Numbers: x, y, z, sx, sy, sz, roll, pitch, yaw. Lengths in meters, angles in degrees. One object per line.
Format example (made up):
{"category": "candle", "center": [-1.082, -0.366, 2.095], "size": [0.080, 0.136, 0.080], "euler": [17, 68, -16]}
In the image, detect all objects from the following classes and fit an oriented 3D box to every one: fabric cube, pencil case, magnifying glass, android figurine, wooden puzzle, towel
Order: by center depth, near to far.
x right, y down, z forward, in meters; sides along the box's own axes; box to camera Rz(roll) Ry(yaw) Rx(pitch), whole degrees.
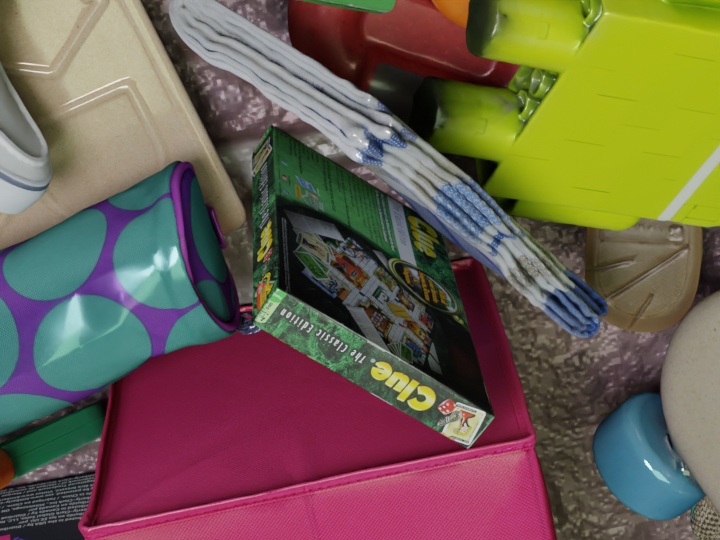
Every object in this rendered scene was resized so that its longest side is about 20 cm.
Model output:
{"category": "android figurine", "center": [0.128, -0.072, 0.694], "size": [0.200, 0.041, 0.182], "euler": [5, 146, -18]}
{"category": "towel", "center": [0.014, -0.043, 0.708], "size": [0.024, 0.147, 0.200], "euler": [-53, 139, 1]}
{"category": "pencil case", "center": [-0.151, 0.027, 0.762], "size": [0.200, 0.092, 0.085], "euler": [-23, 94, 9]}
{"category": "magnifying glass", "center": [-0.165, 0.090, 0.771], "size": [0.079, 0.200, 0.022], "euler": [-23, 89, 4]}
{"category": "wooden puzzle", "center": [-0.175, -0.072, 0.782], "size": [0.185, 0.046, 0.200], "euler": [-22, 118, 7]}
{"category": "fabric cube", "center": [-0.009, 0.137, 0.798], "size": [0.200, 0.196, 0.200], "euler": [-12, 114, 3]}

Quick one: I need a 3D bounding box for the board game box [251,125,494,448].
{"category": "board game box", "center": [0.000, 0.000, 0.735], "size": [0.105, 0.200, 0.023], "euler": [29, 108, -14]}

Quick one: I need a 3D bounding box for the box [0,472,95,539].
{"category": "box", "center": [-0.165, 0.204, 0.816], "size": [0.106, 0.200, 0.122], "euler": [-9, 115, 2]}

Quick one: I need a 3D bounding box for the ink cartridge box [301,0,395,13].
{"category": "ink cartridge box", "center": [-0.091, -0.173, 0.641], "size": [0.200, 0.147, 0.083], "euler": [3, 116, -38]}

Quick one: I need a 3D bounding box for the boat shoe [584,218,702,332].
{"category": "boat shoe", "center": [0.141, -0.073, 0.793], "size": [0.073, 0.063, 0.200], "euler": [11, 110, 9]}

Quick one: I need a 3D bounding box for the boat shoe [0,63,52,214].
{"category": "boat shoe", "center": [-0.186, -0.111, 0.692], "size": [0.065, 0.074, 0.200], "euler": [-31, 117, 16]}

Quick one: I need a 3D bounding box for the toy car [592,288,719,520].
{"category": "toy car", "center": [0.255, 0.074, 0.817], "size": [0.184, 0.200, 0.177], "euler": [-47, 68, 36]}

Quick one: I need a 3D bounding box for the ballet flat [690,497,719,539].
{"category": "ballet flat", "center": [0.272, 0.148, 0.897], "size": [0.200, 0.068, 0.075], "euler": [15, 134, -4]}

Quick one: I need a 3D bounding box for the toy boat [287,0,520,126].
{"category": "toy boat", "center": [0.050, -0.142, 0.712], "size": [0.130, 0.131, 0.200], "euler": [17, 112, -11]}
